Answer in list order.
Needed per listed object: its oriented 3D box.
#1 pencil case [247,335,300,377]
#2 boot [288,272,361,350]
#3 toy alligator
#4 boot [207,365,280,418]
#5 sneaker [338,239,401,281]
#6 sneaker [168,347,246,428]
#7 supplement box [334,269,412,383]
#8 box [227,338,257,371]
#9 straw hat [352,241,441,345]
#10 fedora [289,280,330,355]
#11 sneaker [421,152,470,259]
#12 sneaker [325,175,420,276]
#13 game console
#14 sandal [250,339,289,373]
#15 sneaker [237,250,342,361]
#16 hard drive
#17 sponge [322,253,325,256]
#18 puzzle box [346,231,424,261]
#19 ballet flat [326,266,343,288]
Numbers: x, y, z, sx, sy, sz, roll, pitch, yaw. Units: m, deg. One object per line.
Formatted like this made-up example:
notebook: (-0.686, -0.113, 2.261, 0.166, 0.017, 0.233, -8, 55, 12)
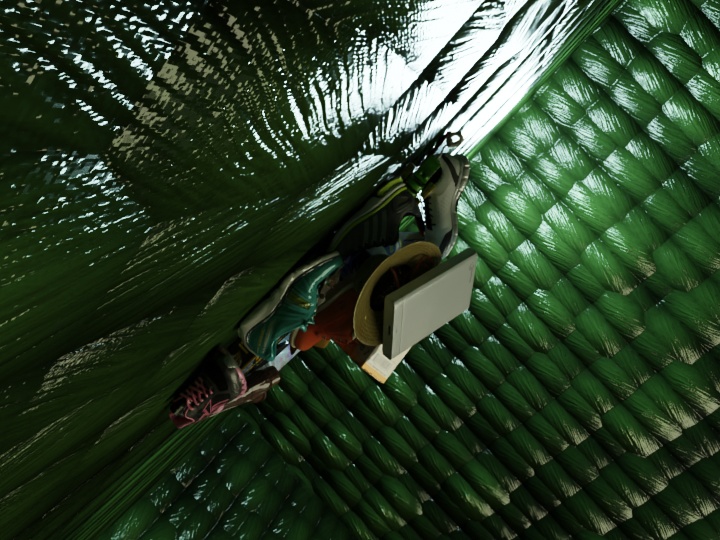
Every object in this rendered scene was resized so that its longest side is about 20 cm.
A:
pencil case: (-0.211, 0.208, 1.388, 0.090, 0.083, 0.200, -39, -179, 36)
boot: (-0.050, 0.106, 0.985, 0.200, 0.108, 0.075, -42, 167, 29)
toy alligator: (0.098, -0.154, 0.916, 0.200, 0.059, 0.054, -47, -178, 35)
boot: (-0.284, 0.271, 1.128, 0.198, 0.065, 0.187, -22, 163, -38)
sneaker: (0.000, 0.000, 1.040, 0.082, 0.074, 0.201, -49, 174, -46)
sneaker: (-0.246, 0.194, 0.845, 0.095, 0.079, 0.200, -27, 164, -43)
supplement box: (0.054, 0.090, 1.021, 0.201, 0.073, 0.126, -52, -147, -4)
box: (-0.190, 0.136, 1.011, 0.200, 0.049, 0.160, -44, 175, -25)
straw hat: (0.039, 0.019, 0.904, 0.199, 0.085, 0.203, -29, 137, -30)
fedora: (-0.082, 0.099, 1.153, 0.203, 0.081, 0.201, -63, -173, 14)
sneaker: (0.137, -0.116, 0.987, 0.073, 0.079, 0.204, 16, -81, 58)
sneaker: (0.017, -0.060, 0.881, 0.200, 0.081, 0.074, -45, 177, 1)
game console: (0.163, -0.176, 1.107, 0.117, 0.175, 0.200, -17, -174, 17)
sandal: (-0.247, 0.200, 1.210, 0.199, 0.048, 0.075, -30, 170, -23)
sneaker: (-0.096, 0.051, 0.827, 0.200, 0.080, 0.078, -46, 177, -2)
hard drive: (0.120, 0.056, 0.929, 0.198, 0.027, 0.133, -28, 136, -31)
sponge: (-0.029, -0.042, 0.997, 0.200, 0.030, 0.112, -45, 179, -30)
puzzle box: (0.075, -0.051, 1.124, 0.197, 0.026, 0.133, -1, -163, 19)
ballet flat: (-0.061, 0.031, 1.264, 0.076, 0.064, 0.200, -45, 175, -35)
